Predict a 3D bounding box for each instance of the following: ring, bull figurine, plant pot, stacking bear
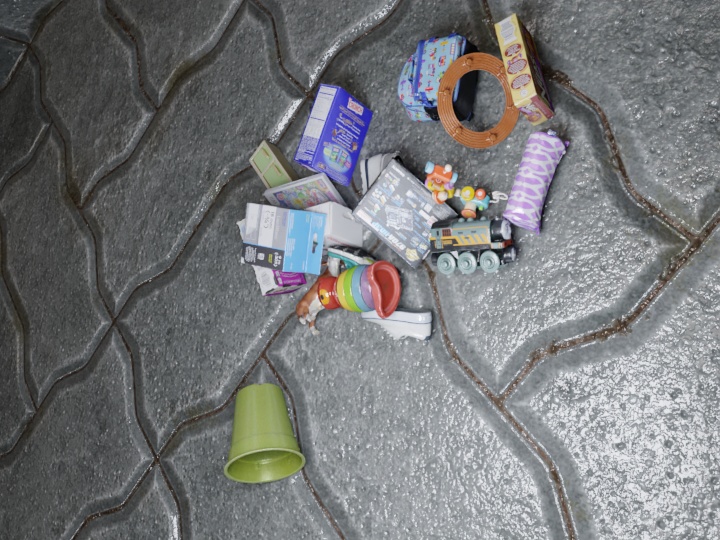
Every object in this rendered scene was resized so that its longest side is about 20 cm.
[{"bbox_3d":[0.260,-0.370,1.491,0.019,0.196,0.206,-158,88,-77],"label":"ring"},{"bbox_3d":[-0.092,0.058,1.704,0.202,0.064,0.122,-54,32,20],"label":"bull figurine"},{"bbox_3d":[-0.241,0.391,1.687,0.198,0.198,0.194,-32,49,26],"label":"plant pot"},{"bbox_3d":[-0.016,0.045,1.564,0.196,0.113,0.125,-8,103,35],"label":"stacking bear"}]

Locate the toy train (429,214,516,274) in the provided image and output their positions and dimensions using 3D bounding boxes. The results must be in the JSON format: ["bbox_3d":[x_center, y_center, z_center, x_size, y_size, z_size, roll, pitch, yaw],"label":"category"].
[{"bbox_3d":[0.236,-0.056,1.469,0.196,0.084,0.118,-3,100,36],"label":"toy train"}]

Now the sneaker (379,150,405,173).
[{"bbox_3d":[0.085,-0.180,1.599,0.082,0.073,0.206,153,104,-75],"label":"sneaker"}]

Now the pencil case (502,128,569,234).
[{"bbox_3d":[0.363,-0.186,1.428,0.083,0.084,0.205,20,92,0],"label":"pencil case"}]

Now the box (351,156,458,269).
[{"bbox_3d":[0.100,-0.130,1.555,0.198,0.046,0.160,38,104,-5],"label":"box"}]

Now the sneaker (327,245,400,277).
[{"bbox_3d":[0.000,0.000,1.632,0.197,0.077,0.081,29,108,18],"label":"sneaker"}]

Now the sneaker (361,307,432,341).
[{"bbox_3d":[0.078,0.123,1.568,0.197,0.072,0.073,4,98,44],"label":"sneaker"}]

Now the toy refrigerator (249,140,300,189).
[{"bbox_3d":[-0.228,-0.261,1.885,0.076,0.069,0.202,-46,56,18],"label":"toy refrigerator"}]

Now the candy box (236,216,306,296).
[{"bbox_3d":[-0.226,-0.043,1.764,0.060,0.135,0.205,-27,80,26],"label":"candy box"}]

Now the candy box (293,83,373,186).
[{"bbox_3d":[-0.065,-0.338,1.721,0.076,0.168,0.205,21,90,34],"label":"candy box"}]

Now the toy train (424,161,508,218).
[{"bbox_3d":[0.208,-0.163,1.458,0.057,0.195,0.150,-71,16,-7],"label":"toy train"}]

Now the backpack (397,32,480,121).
[{"bbox_3d":[0.168,-0.444,1.599,0.196,0.133,0.188,7,82,40],"label":"backpack"}]

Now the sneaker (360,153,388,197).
[{"bbox_3d":[0.051,-0.188,1.665,0.078,0.076,0.206,-12,74,17],"label":"sneaker"}]

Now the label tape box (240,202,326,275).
[{"bbox_3d":[-0.185,-0.076,1.625,0.195,0.063,0.149,11,96,30],"label":"label tape box"}]

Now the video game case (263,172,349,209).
[{"bbox_3d":[-0.135,-0.171,1.757,0.196,0.144,0.018,-10,43,34],"label":"video game case"}]

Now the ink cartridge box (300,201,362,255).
[{"bbox_3d":[-0.109,-0.096,1.710,0.196,0.145,0.087,-11,74,34],"label":"ink cartridge box"}]

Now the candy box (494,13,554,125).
[{"bbox_3d":[0.351,-0.428,1.468,0.055,0.116,0.206,-21,67,29],"label":"candy box"}]
